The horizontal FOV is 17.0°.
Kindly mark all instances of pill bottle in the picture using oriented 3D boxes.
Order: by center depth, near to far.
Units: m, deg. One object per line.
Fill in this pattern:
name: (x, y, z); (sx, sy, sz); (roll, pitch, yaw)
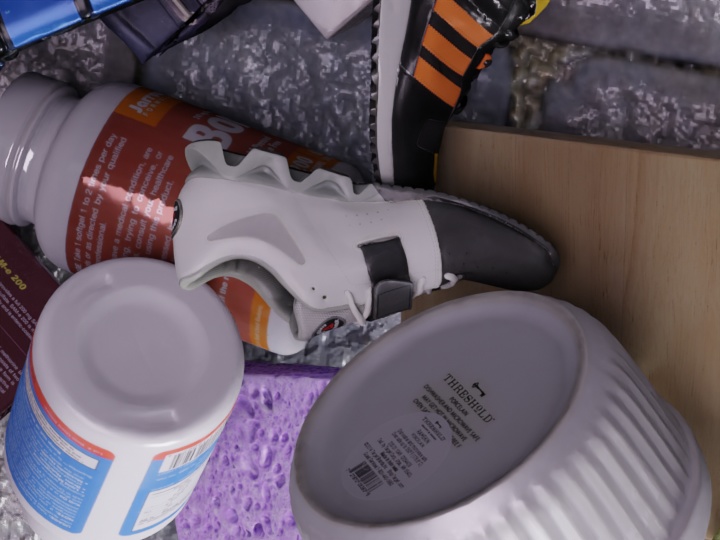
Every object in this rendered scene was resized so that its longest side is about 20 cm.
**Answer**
pill bottle: (-0.136, 0.084, 1.315); (0.112, 0.112, 0.200); (37, 149, 5)
pill bottle: (-0.107, -0.038, 1.331); (0.200, 0.112, 0.112); (21, 109, 10)

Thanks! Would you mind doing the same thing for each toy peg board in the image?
toy peg board: (0.131, 0.021, 1.299); (0.199, 0.098, 0.200); (9, 106, 31)

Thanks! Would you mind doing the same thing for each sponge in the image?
sponge: (-0.031, 0.109, 1.354); (0.200, 0.030, 0.112); (2, 104, 37)

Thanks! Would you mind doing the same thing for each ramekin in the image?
ramekin: (0.060, 0.101, 1.171); (0.200, 0.200, 0.105); (-19, 125, 20)

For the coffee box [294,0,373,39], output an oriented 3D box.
coffee box: (0.029, -0.230, 1.258); (0.200, 0.080, 0.113); (-39, 91, 21)

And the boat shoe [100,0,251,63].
boat shoe: (-0.143, -0.206, 1.318); (0.093, 0.075, 0.200); (-40, 89, 17)

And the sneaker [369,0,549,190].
sneaker: (0.051, -0.120, 1.217); (0.090, 0.070, 0.200); (2, 119, 1)

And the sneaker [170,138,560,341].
sneaker: (0.000, 0.000, 1.228); (0.200, 0.074, 0.089); (11, 73, -3)

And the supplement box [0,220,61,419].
supplement box: (-0.260, 0.061, 1.373); (0.200, 0.061, 0.109); (-41, 90, -16)

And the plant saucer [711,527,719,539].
plant saucer: (0.296, 0.132, 1.245); (0.200, 0.048, 0.200); (36, 80, -4)

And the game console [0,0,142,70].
game console: (-0.189, -0.206, 1.289); (0.170, 0.118, 0.200); (-22, 83, 4)
